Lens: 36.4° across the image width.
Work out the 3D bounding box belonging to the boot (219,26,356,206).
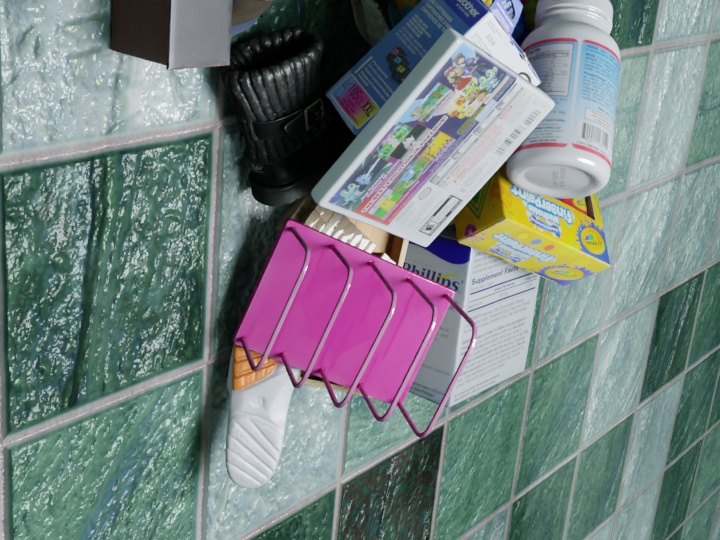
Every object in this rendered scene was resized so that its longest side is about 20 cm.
[{"bbox_3d":[-0.043,-0.177,1.094,0.211,0.079,0.159,-41,136,-35],"label":"boot"}]

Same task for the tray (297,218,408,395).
[{"bbox_3d":[-0.013,0.032,1.220,0.098,0.037,0.202,14,88,-23],"label":"tray"}]

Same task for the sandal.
[{"bbox_3d":[-0.112,0.123,1.165,0.078,0.059,0.209,14,85,-20],"label":"sandal"}]

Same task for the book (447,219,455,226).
[{"bbox_3d":[0.140,-0.128,1.343,0.199,0.048,0.135,-15,79,-53],"label":"book"}]

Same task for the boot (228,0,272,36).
[{"bbox_3d":[-0.091,-0.282,1.001,0.075,0.097,0.200,47,35,-14],"label":"boot"}]

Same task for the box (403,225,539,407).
[{"bbox_3d":[0.128,0.039,1.339,0.183,0.104,0.202,-15,117,-52],"label":"box"}]

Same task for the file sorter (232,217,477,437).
[{"bbox_3d":[-0.004,0.061,1.090,0.199,0.125,0.140,23,99,-18],"label":"file sorter"}]

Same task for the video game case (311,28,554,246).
[{"bbox_3d":[0.072,-0.118,1.047,0.200,0.023,0.182,-48,144,19],"label":"video game case"}]

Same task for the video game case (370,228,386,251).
[{"bbox_3d":[0.033,0.023,1.334,0.200,0.045,0.183,37,75,-55],"label":"video game case"}]

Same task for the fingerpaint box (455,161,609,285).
[{"bbox_3d":[0.193,-0.092,1.259,0.199,0.073,0.168,20,56,-41],"label":"fingerpaint box"}]

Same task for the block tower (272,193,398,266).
[{"bbox_3d":[0.000,0.000,1.176,0.200,0.054,0.058,41,78,-19],"label":"block tower"}]

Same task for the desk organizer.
[{"bbox_3d":[-0.152,-0.273,0.894,0.071,0.077,0.202,-18,121,-49],"label":"desk organizer"}]

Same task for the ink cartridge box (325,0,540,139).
[{"bbox_3d":[0.084,-0.188,1.057,0.200,0.077,0.136,-41,146,10],"label":"ink cartridge box"}]

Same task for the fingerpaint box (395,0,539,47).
[{"bbox_3d":[0.134,-0.298,1.170,0.201,0.073,0.167,-53,139,-25],"label":"fingerpaint box"}]

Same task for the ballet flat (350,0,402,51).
[{"bbox_3d":[0.013,-0.288,1.128,0.072,0.071,0.201,-46,137,-31],"label":"ballet flat"}]

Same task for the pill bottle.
[{"bbox_3d":[0.215,-0.186,1.148,0.109,0.108,0.202,34,61,-55],"label":"pill bottle"}]
